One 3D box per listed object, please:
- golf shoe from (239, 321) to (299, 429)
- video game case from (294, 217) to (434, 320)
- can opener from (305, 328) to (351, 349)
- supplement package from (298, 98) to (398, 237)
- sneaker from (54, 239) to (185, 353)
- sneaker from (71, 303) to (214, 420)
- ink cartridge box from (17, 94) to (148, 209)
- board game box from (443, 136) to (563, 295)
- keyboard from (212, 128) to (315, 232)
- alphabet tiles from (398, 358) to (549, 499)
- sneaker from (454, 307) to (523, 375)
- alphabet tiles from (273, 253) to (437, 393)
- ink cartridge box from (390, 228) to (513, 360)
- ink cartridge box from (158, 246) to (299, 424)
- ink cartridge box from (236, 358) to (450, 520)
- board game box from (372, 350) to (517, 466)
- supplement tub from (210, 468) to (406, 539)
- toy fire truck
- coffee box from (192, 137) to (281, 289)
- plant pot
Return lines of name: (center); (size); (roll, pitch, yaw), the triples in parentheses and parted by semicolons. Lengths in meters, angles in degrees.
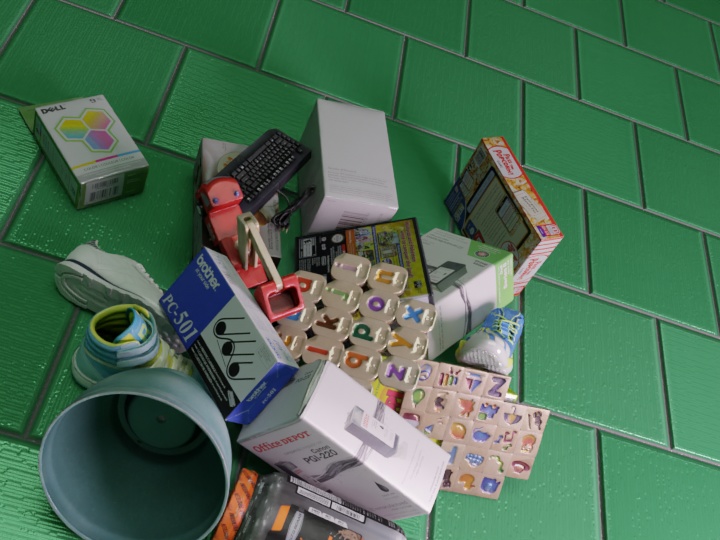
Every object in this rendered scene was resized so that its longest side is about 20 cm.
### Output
golf shoe: (-0.111, 0.139, 1.136); (0.077, 0.088, 0.201); (5, 54, -22)
video game case: (0.000, 0.000, 1.235); (0.179, 0.026, 0.201); (-10, 33, 2)
can opener: (-0.002, 0.120, 1.203); (0.199, 0.063, 0.079); (36, 48, -5)
supplement package: (-0.024, -0.142, 1.375); (0.116, 0.117, 0.201); (7, 52, -18)
sneaker: (-0.288, 0.030, 1.157); (0.199, 0.077, 0.081); (34, 39, 2)
sneaker: (-0.238, 0.108, 1.074); (0.198, 0.131, 0.080); (16, 48, -12)
ink cartridge box: (-0.394, -0.189, 1.286); (0.103, 0.059, 0.201); (-21, 65, -34)
board game box: (0.216, -0.082, 1.410); (0.046, 0.152, 0.201); (-9, 59, -28)
keyboard: (-0.125, -0.123, 1.273); (0.127, 0.021, 0.200); (36, 47, 3)
alphabet tiles: (0.139, 0.207, 1.160); (0.198, 0.168, 0.008); (12, 12, -15)
sneaker: (0.175, 0.087, 1.208); (0.075, 0.200, 0.106); (18, 76, 10)
alphabet tiles: (-0.011, 0.074, 1.121); (0.194, 0.015, 0.201); (13, 63, 10)
ink cartridge box: (0.100, 0.030, 1.278); (0.145, 0.085, 0.199); (21, 38, 39)
ink cartridge box: (-0.158, 0.073, 1.061); (0.044, 0.094, 0.200); (27, 20, -51)
ink cartridge box: (-0.020, 0.203, 1.044); (0.200, 0.145, 0.085); (41, 51, -18)
board game box: (0.093, 0.176, 1.174); (0.199, 0.102, 0.048); (17, 7, -16)
supplement tub: (-0.060, 0.304, 1.005); (0.199, 0.123, 0.123); (24, 48, -3)
toy fire truck: (-0.142, -0.030, 1.125); (0.048, 0.141, 0.201); (-20, 87, -23)
coffee box: (-0.177, -0.081, 1.283); (0.113, 0.080, 0.201); (8, 51, -18)
plant pot: (-0.229, 0.188, 0.993); (0.199, 0.201, 0.134); (23, 22, -5)
